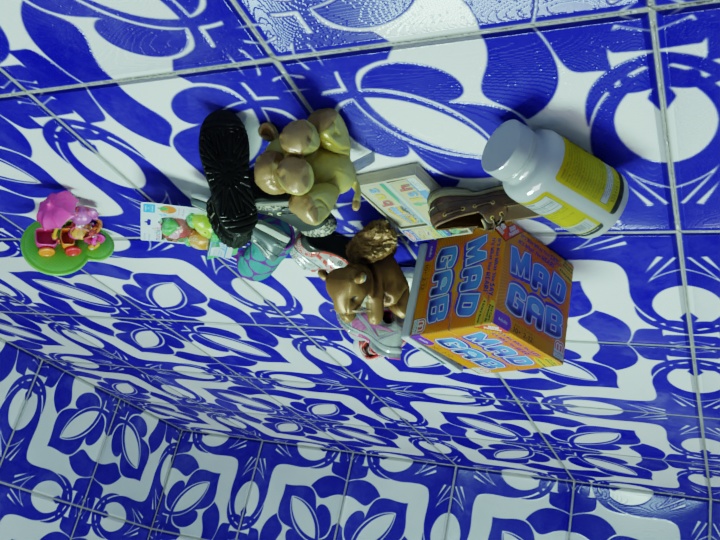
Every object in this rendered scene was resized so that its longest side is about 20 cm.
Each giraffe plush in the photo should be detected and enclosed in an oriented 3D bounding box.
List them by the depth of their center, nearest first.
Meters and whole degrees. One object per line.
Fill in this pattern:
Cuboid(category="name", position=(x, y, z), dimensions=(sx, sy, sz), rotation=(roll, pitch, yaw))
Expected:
Cuboid(category="giraffe plush", position=(-0.098, -0.168, 1.202), dimensions=(0.162, 0.173, 0.200), rotation=(9, -167, 34))

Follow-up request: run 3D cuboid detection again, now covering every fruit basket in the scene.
Cuboid(category="fruit basket", position=(-0.334, -0.080, 1.520), dimensions=(0.199, 0.094, 0.185), rotation=(0, 160, -17))

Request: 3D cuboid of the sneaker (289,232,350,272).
Cuboid(category="sneaker", position=(-0.049, -0.020, 1.567), dimensions=(0.201, 0.067, 0.108), rotation=(27, 154, -21))

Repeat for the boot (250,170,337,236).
Cuboid(category="boot", position=(-0.154, -0.116, 1.405), dimensions=(0.203, 0.074, 0.154), rotation=(4, 159, 27))

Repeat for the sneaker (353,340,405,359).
Cuboid(category="sneaker", position=(0.023, 0.183, 1.898), dimensions=(0.108, 0.067, 0.201), rotation=(-22, -178, -44))

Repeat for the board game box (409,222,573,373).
Cuboid(category="board game box", position=(0.244, 0.057, 1.413), dimensions=(0.200, 0.200, 0.200), rotation=(29, 152, -32))

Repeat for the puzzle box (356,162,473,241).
Cuboid(category="puzzle box", position=(0.094, -0.114, 1.333), dimensions=(0.133, 0.025, 0.200), rotation=(-6, 150, 38))

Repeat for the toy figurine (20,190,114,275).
Cuboid(category="toy figurine", position=(-0.626, -0.096, 1.657), dimensions=(0.199, 0.151, 0.184), rotation=(0, 153, -26))

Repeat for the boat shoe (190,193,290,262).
Cuboid(category="boat shoe", position=(-0.231, -0.081, 1.420), dimensions=(0.200, 0.062, 0.073), rotation=(26, -173, -6))

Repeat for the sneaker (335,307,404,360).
Cuboid(category="sneaker", position=(0.030, 0.110, 1.642), dimensions=(0.200, 0.088, 0.081), rotation=(33, -168, 38))

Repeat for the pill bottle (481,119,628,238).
Cuboid(category="pill bottle", position=(0.274, -0.133, 1.090), dimensions=(0.200, 0.112, 0.111), rotation=(25, 154, -25))

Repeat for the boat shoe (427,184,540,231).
Cuboid(category="boat shoe", position=(0.209, -0.094, 1.243), dimensions=(0.199, 0.068, 0.072), rotation=(-1, 150, 5))

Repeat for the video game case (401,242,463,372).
Cuboid(category="video game case", position=(0.159, 0.075, 1.496), dimensions=(0.022, 0.200, 0.182), rotation=(-10, 147, 41))

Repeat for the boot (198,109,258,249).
Cuboid(category="boot", position=(-0.221, -0.145, 1.266), dimensions=(0.079, 0.212, 0.158), rotation=(-7, 178, -12))

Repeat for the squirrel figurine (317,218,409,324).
Cuboid(category="squirrel figurine", position=(0.000, 0.000, 1.404), dimensions=(0.141, 0.201, 0.187), rotation=(10, -179, 28))

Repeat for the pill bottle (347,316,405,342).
Cuboid(category="pill bottle", position=(0.063, 0.110, 1.735), dimensions=(0.200, 0.113, 0.112), rotation=(-11, 147, 43))

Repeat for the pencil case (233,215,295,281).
Cuboid(category="pencil case", position=(-0.197, -0.044, 1.561), dimensions=(0.092, 0.085, 0.200), rotation=(23, 154, -11))

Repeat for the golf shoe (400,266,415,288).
Cuboid(category="golf shoe", position=(0.046, 0.028, 1.612), dimensions=(0.092, 0.073, 0.200), rotation=(29, 152, -28))
